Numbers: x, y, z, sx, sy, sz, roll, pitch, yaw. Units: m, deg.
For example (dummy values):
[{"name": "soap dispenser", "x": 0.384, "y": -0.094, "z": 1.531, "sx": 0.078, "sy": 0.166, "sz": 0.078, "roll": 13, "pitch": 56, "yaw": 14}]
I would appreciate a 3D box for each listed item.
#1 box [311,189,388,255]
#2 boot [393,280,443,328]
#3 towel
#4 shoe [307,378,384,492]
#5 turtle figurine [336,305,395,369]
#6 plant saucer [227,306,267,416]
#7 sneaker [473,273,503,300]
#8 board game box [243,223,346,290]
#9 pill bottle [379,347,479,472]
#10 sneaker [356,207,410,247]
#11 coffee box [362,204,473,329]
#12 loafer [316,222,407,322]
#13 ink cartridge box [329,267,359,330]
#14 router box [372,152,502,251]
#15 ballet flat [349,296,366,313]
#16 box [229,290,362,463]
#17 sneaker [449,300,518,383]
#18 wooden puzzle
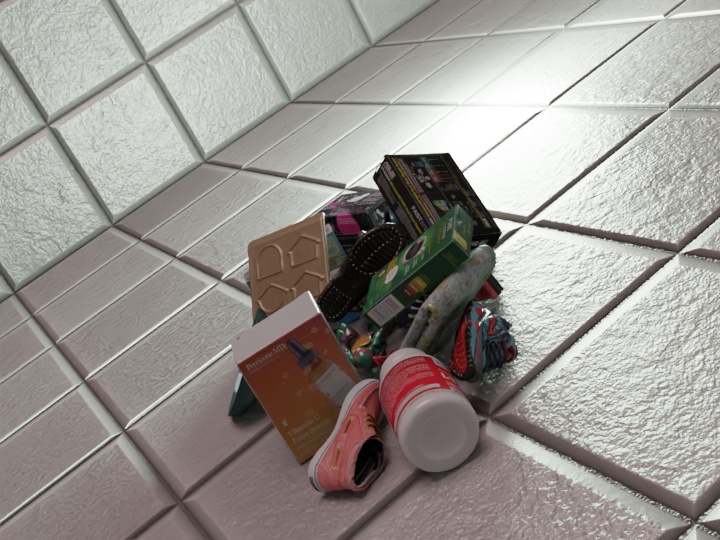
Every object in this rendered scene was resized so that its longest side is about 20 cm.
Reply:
[{"name": "box", "x": 0.013, "y": -0.081, "z": 2.091, "sx": 0.114, "sy": 0.134, "sz": 0.199, "roll": -37, "pitch": 21, "yaw": -33}, {"name": "boot", "x": 0.109, "y": 0.042, "z": 1.719, "sx": 0.072, "sy": 0.092, "sz": 0.200, "roll": 6, "pitch": -14, "yaw": -22}, {"name": "towel", "x": 0.130, "y": 0.068, "z": 1.599, "sx": 0.171, "sy": 0.048, "sz": 0.201, "roll": -46, "pitch": -14, "yaw": -38}, {"name": "shoe", "x": 0.007, "y": 0.240, "z": 1.495, "sx": 0.090, "sy": 0.072, "sz": 0.201, "roll": -7, "pitch": 37, "yaw": 42}, {"name": "turtle figurine", "x": 0.000, "y": 0.117, "z": 1.726, "sx": 0.148, "sy": 0.102, "sz": 0.200, "roll": -21, "pitch": 10, "yaw": 5}, {"name": "plant saucer", "x": -0.192, "y": 0.166, "z": 1.828, "sx": 0.200, "sy": 0.035, "sz": 0.203, "roll": -163, "pitch": 89, "yaw": -83}, {"name": "sneaker", "x": 0.172, "y": 0.035, "z": 1.745, "sx": 0.087, "sy": 0.074, "sz": 0.200, "roll": -46, "pitch": 18, "yaw": -13}, {"name": "board game box", "x": -0.116, "y": 0.014, "z": 2.045, "sx": 0.198, "sy": 0.135, "sz": 0.034, "roll": -30, "pitch": 33, "yaw": 0}, {"name": "pill bottle", "x": 0.088, "y": 0.187, "z": 1.440, "sx": 0.111, "sy": 0.113, "sz": 0.200, "roll": -30, "pitch": 22, "yaw": 0}, {"name": "sneaker", "x": 0.081, "y": -0.071, "z": 1.802, "sx": 0.198, "sy": 0.097, "sz": 0.079, "roll": -29, "pitch": 17, "yaw": -23}, {"name": "coffee box", "x": 0.091, "y": -0.004, "z": 1.598, "sx": 0.200, "sy": 0.044, "sz": 0.123, "roll": -41, "pitch": 16, "yaw": 25}, {"name": "loafer", "x": 0.000, "y": 0.000, "z": 1.730, "sx": 0.200, "sy": 0.073, "sz": 0.071, "roll": -46, "pitch": -4, "yaw": 3}, {"name": "ink cartridge box", "x": -0.103, "y": 0.082, "z": 1.975, "sx": 0.198, "sy": 0.067, "sz": 0.116, "roll": -26, "pitch": 23, "yaw": 10}, {"name": "router box", "x": 0.130, "y": -0.112, "z": 1.758, "sx": 0.148, "sy": 0.201, "sz": 0.062, "roll": -5, "pitch": -37, "yaw": -37}, {"name": "ballet flat", "x": 0.007, "y": 0.019, "z": 1.902, "sx": 0.067, "sy": 0.077, "sz": 0.200, "roll": 1, "pitch": 14, "yaw": 14}, {"name": "box", "x": -0.088, "y": 0.165, "z": 1.594, "sx": 0.151, "sy": 0.202, "sz": 0.106, "roll": -31, "pitch": 21, "yaw": -2}, {"name": "sneaker", "x": 0.189, "y": 0.107, "z": 1.506, "sx": 0.094, "sy": 0.080, "sz": 0.200, "roll": 19, "pitch": 25, "yaw": 3}, {"name": "wooden puzzle", "x": -0.128, "y": 0.009, "z": 1.932, "sx": 0.183, "sy": 0.046, "sz": 0.203, "roll": -20, "pitch": 61, "yaw": 29}]
